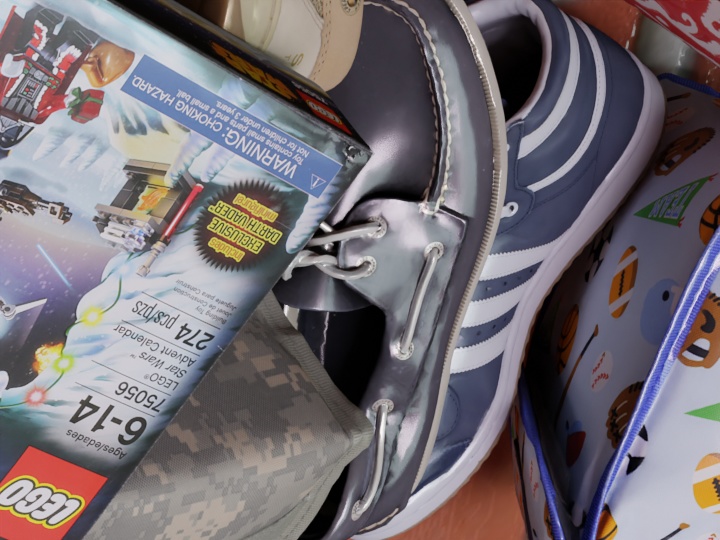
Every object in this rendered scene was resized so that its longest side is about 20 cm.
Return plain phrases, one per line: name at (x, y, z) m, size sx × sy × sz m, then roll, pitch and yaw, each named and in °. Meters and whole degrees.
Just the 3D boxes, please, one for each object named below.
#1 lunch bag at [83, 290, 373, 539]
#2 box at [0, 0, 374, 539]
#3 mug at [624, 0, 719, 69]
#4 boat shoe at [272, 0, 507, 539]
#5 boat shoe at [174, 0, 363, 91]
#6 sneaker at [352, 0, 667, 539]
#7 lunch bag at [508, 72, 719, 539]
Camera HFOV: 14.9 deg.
lunch bag at (-0.120, 0.088, 0.820) m, size 0.164 × 0.118 × 0.200 m, roll -11°, pitch 148°, yaw -42°
box at (-0.112, -0.021, 0.626) m, size 0.200 × 0.040 × 0.137 m, roll 28°, pitch 106°, yaw -37°
mug at (0.170, -0.110, 0.913) m, size 0.133 × 0.200 × 0.178 m, roll -49°, pitch 144°, yaw -3°
boat shoe at (0.000, 0.000, 0.888) m, size 0.063 × 0.073 × 0.200 m, roll -43°, pitch 143°, yaw -60°
boat shoe at (-0.033, -0.144, 0.712) m, size 0.064 × 0.071 × 0.201 m, roll 2°, pitch 88°, yaw -44°
sneaker at (0.024, -0.006, 0.949) m, size 0.200 × 0.070 × 0.108 m, roll -58°, pitch 149°, yaw -2°
lunch bag at (0.118, 0.049, 1.005) m, size 0.124 × 0.170 × 0.200 m, roll 21°, pitch 106°, yaw -10°
